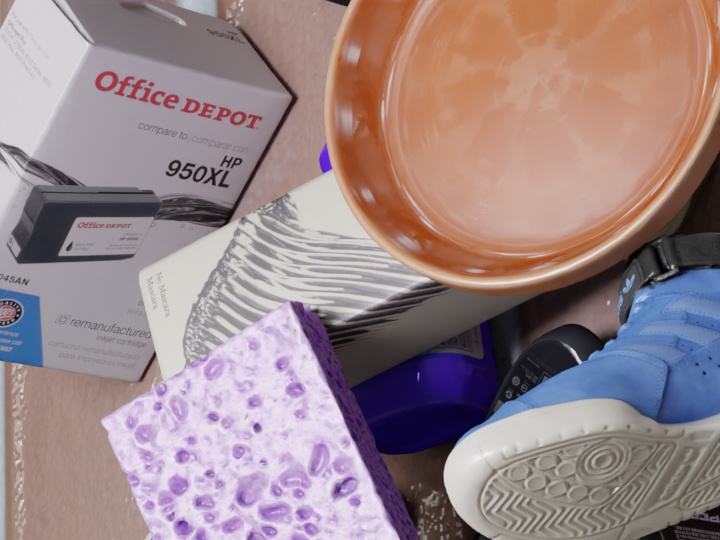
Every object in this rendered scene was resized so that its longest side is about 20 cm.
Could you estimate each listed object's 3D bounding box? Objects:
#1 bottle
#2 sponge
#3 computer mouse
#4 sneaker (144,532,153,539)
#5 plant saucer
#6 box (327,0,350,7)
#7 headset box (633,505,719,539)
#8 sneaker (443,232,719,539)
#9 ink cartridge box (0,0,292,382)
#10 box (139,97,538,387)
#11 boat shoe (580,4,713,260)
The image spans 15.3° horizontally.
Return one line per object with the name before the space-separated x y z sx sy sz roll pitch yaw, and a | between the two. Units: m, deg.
bottle | 0.018 -0.013 1.332 0.083 0.065 0.201 -25 62 37
sponge | -0.031 0.127 1.195 0.111 0.030 0.200 -30 74 18
computer mouse | 0.070 0.112 1.270 0.059 0.034 0.200 41 118 29
sneaker | -0.059 0.136 1.342 0.199 0.079 0.130 -55 23 25
plant saucer | 0.076 -0.085 1.176 0.200 0.032 0.201 -11 68 28
box | -0.062 -0.244 1.389 0.047 0.193 0.201 -32 56 39
headset box | 0.127 0.215 1.133 0.149 0.077 0.200 -45 50 34
sneaker | 0.115 0.044 1.116 0.111 0.199 0.077 -119 20 -45
ink cartridge box | -0.151 -0.049 1.480 0.084 0.144 0.200 49 118 43
box | 0.000 0.000 1.254 0.200 0.068 0.082 -29 61 20
boat shoe | 0.124 -0.107 1.222 0.072 0.076 0.201 9 88 49
